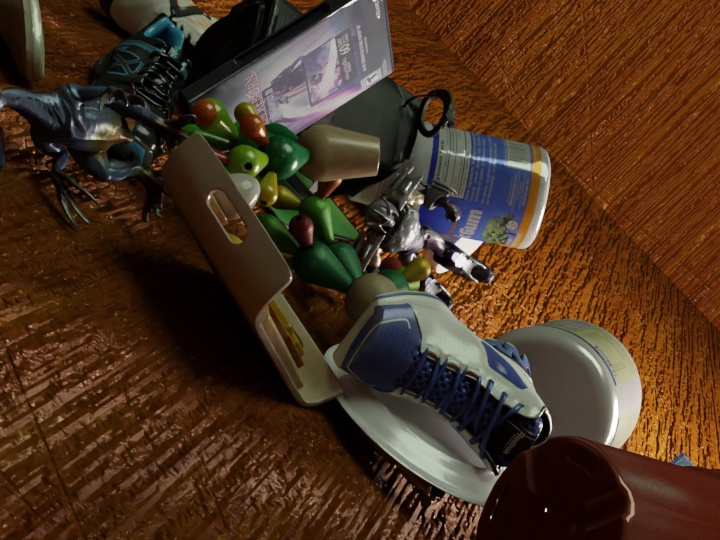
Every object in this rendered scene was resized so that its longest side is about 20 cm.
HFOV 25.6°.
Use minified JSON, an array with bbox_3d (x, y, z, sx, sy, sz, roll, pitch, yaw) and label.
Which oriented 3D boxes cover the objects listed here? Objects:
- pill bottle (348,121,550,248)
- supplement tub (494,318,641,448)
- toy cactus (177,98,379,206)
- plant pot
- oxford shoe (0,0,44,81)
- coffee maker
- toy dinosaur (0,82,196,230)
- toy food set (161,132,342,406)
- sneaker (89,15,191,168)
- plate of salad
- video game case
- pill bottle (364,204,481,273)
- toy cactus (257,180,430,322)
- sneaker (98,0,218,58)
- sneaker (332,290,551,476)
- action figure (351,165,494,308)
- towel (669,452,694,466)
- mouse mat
[{"bbox_3d":[0.091,-0.094,1.673,0.198,0.113,0.112,10,22,-7],"label":"pill bottle"},{"bbox_3d":[0.186,0.121,1.498,0.145,0.145,0.200,49,15,12],"label":"supplement tub"},{"bbox_3d":[-0.067,-0.088,1.271,0.163,0.103,0.200,3,0,-4],"label":"toy cactus"},{"bbox_3d":[0.203,0.222,1.193,0.194,0.201,0.201,25,24,-35],"label":"plant pot"},{"bbox_3d":[-0.295,-0.226,1.281,0.057,0.075,0.201,-11,55,-22],"label":"oxford shoe"},{"bbox_3d":[-0.045,-0.179,1.545,0.199,0.192,0.135,32,36,-36],"label":"coffee maker"},{"bbox_3d":[-0.212,-0.095,1.135,0.181,0.106,0.200,21,6,-37],"label":"toy dinosaur"},{"bbox_3d":[-0.070,0.003,1.166,0.144,0.060,0.200,55,-6,28],"label":"toy food set"},{"bbox_3d":[-0.185,-0.156,1.334,0.073,0.082,0.200,41,17,-28],"label":"sneaker"},{"bbox_3d":[0.048,0.131,1.285,0.199,0.048,0.200,31,18,-11],"label":"plate of salad"},{"bbox_3d":[-0.059,-0.167,1.392,0.019,0.199,0.143,50,-12,23],"label":"video game case"},{"bbox_3d":[0.054,-0.098,1.789,0.200,0.109,0.109,50,15,16],"label":"pill bottle"},{"bbox_3d":[0.000,0.000,1.358,0.200,0.102,0.165,35,11,-46],"label":"toy cactus"},{"bbox_3d":[-0.180,-0.237,1.585,0.199,0.074,0.080,28,24,-48],"label":"sneaker"},{"bbox_3d":[0.085,0.092,1.239,0.198,0.081,0.115,23,19,-37],"label":"sneaker"},{"bbox_3d":[0.058,-0.025,1.595,0.069,0.130,0.200,43,2,34],"label":"action figure"},{"bbox_3d":[0.307,0.283,1.441,0.201,0.146,0.024,54,-27,8],"label":"towel"},{"bbox_3d":[-0.080,-0.092,1.602,0.161,0.008,0.200,51,15,19],"label":"mouse mat"}]
